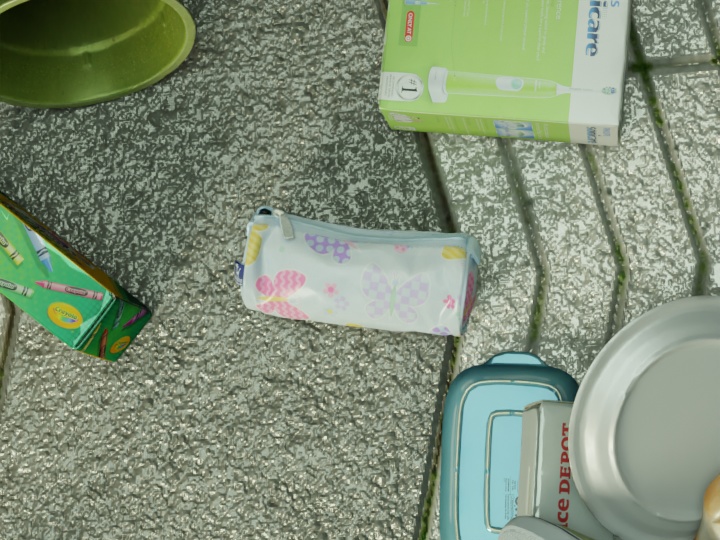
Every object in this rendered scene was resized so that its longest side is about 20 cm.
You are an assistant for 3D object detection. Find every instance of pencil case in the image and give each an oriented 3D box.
[{"bbox_3d":[0.000,0.000,1.547,0.199,0.083,0.091,8,106,9],"label":"pencil case"}]

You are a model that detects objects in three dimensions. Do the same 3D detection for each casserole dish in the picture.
[{"bbox_3d":[0.124,0.165,1.531,0.120,0.039,0.202,1,84,9],"label":"casserole dish"}]

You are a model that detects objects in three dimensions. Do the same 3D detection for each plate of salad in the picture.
[{"bbox_3d":[0.245,0.113,1.404,0.199,0.048,0.202,-4,105,-16],"label":"plate of salad"}]

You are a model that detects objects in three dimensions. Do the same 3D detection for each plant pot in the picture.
[{"bbox_3d":[-0.252,-0.268,1.585,0.199,0.200,0.191,-15,67,6],"label":"plant pot"}]

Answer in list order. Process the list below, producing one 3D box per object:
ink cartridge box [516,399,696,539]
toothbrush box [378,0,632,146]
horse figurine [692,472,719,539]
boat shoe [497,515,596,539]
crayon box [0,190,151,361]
[{"bbox_3d":[0.225,0.181,1.468,0.198,0.083,0.147,5,83,-5],"label":"ink cartridge box"},{"bbox_3d":[0.123,-0.188,1.552,0.198,0.086,0.147,4,83,10],"label":"toothbrush box"},{"bbox_3d":[0.291,0.198,1.380,0.132,0.050,0.201,16,119,-1],"label":"horse figurine"},{"bbox_3d":[0.192,0.238,1.369,0.199,0.062,0.072,31,132,25],"label":"boat shoe"},{"bbox_3d":[-0.280,-0.008,1.573,0.200,0.119,0.058,38,89,11],"label":"crayon box"}]
